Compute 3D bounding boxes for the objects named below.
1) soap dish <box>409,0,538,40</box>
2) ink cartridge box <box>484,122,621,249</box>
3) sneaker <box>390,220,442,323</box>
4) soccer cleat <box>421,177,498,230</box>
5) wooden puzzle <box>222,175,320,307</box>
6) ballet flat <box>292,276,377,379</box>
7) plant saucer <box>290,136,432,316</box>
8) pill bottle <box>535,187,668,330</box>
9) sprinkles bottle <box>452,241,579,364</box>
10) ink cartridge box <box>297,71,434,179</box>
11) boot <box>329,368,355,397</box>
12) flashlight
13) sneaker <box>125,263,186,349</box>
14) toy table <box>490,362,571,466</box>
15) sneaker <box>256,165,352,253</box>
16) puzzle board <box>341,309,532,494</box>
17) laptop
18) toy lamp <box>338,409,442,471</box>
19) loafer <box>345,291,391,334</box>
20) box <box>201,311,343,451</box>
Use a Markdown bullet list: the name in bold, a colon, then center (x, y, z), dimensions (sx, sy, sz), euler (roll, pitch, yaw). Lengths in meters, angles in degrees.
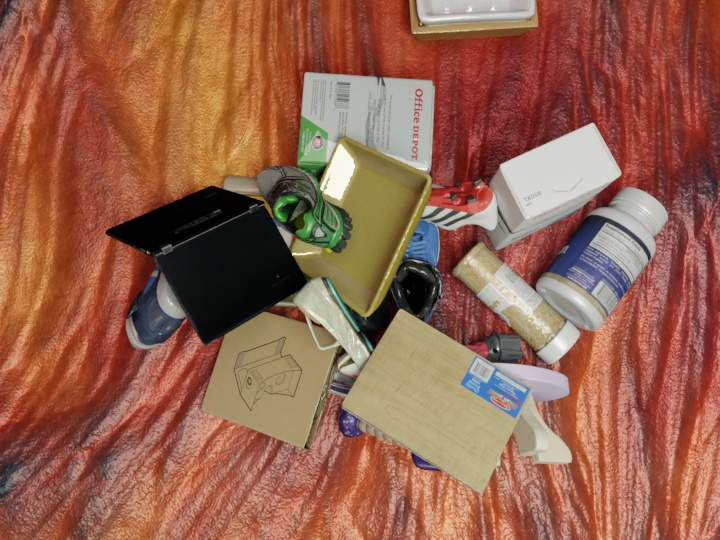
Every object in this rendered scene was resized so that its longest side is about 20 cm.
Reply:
- **soap dish**: center (0.173, -0.447, 1.100), dimensions (0.198, 0.081, 0.159), euler (-4, 80, 0)
- **ink cartridge box**: center (0.257, -0.113, 0.982), dimensions (0.144, 0.200, 0.085), euler (-25, 82, -5)
- **sneaker**: center (0.083, -0.017, 1.010), dimensions (0.076, 0.111, 0.202), euler (5, 80, 1)
- **soccer cleat**: center (0.106, -0.094, 0.999), dimensions (0.199, 0.085, 0.069), euler (6, 58, 34)
- **wooden puzzle**: center (-0.127, -0.046, 1.052), dimensions (0.183, 0.037, 0.202), euler (4, 80, 1)
- **ballet flat**: center (-0.019, 0.097, 0.909), dimensions (0.062, 0.067, 0.201), euler (-34, 104, 0)
- **plant saucer**: center (0.005, -0.062, 0.954), dimensions (0.200, 0.048, 0.201), euler (33, 102, 43)
- **pill bottle**: center (0.358, -0.021, 1.012), dimensions (0.111, 0.111, 0.200), euler (39, 82, 6)
- **sprinkles bottle**: center (0.229, 0.047, 1.022), dimensions (0.200, 0.068, 0.068), euler (44, 83, 7)
- **ink cartridge box**: center (0.009, -0.214, 1.058), dimensions (0.198, 0.083, 0.148), euler (5, 80, 1)
- **boot**: center (0.038, 0.163, 0.990), dimensions (0.198, 0.090, 0.073), euler (3, 80, 1)
- **flashlight**: center (0.135, 0.111, 0.984), dimensions (0.198, 0.068, 0.069), euler (2, 80, -17)
- **sneaker**: center (-0.289, 0.024, 1.021), dimensions (0.080, 0.146, 0.201), euler (34, 36, -26)
- **toy table**: center (0.197, 0.203, 0.951), dimensions (0.198, 0.184, 0.118), euler (2, 66, -4)
- **sneaker**: center (-0.093, -0.099, 0.967), dimensions (0.200, 0.085, 0.078), euler (40, 106, 43)
- **puzzle board**: center (0.098, 0.160, 0.867), dimensions (0.199, 0.017, 0.151), euler (30, 67, 8)
- **laptop**: center (-0.213, -0.018, 0.968), dimensions (0.199, 0.117, 0.187), euler (20, 38, 39)
- **toy lamp**: center (0.051, 0.224, 0.934), dimensions (0.058, 0.199, 0.059), euler (-7, 100, -40)
- **loafer**: center (0.000, 0.000, 1.029), dimensions (0.072, 0.072, 0.202), euler (22, 58, -32)
- **box**: center (-0.127, 0.146, 0.978), dimensions (0.199, 0.021, 0.165), euler (11, 78, 33)
